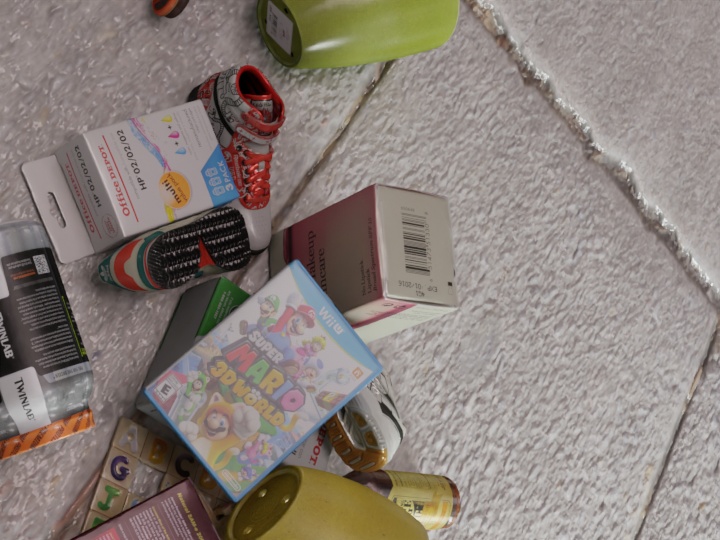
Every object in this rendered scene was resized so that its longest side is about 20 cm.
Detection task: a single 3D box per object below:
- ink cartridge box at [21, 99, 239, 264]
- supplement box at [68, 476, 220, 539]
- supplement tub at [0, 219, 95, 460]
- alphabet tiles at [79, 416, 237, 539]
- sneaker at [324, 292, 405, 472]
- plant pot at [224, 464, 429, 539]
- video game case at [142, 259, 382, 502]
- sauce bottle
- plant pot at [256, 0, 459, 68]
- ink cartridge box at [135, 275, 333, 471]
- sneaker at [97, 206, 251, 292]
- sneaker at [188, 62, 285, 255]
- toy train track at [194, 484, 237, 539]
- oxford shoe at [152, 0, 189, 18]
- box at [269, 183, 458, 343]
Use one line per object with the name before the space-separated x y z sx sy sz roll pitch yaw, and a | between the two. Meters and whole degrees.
ink cartridge box | -0.235 -0.093 1.414 0.199 0.068 0.116 -24 91 -42
supplement box | -0.226 0.288 1.276 0.199 0.061 0.110 -24 84 -33
supplement tub | -0.320 0.064 1.255 0.122 0.122 0.202 -17 86 -42
alphabet tiles | -0.185 0.264 1.380 0.199 0.008 0.168 32 57 -28
sneaker | -0.016 0.108 1.432 0.088 0.075 0.202 -29 99 -59
plant pot | -0.051 0.276 1.352 0.142 0.199 0.201 49 51 -22
video game case | -0.094 0.107 1.345 0.200 0.018 0.143 -41 98 -15
sauce bottle | 0.021 0.254 1.521 0.199 0.066 0.067 9 70 -36
plant pot | -0.017 -0.317 1.619 0.199 0.187 0.188 -28 94 -27
ink cartridge box | -0.114 0.124 1.435 0.199 0.083 0.148 36 56 -27
sneaker | -0.193 -0.020 1.419 0.199 0.093 0.071 -25 107 -62
sneaker | -0.122 -0.124 1.493 0.067 0.108 0.203 -12 84 -41
toy train track | -0.167 0.289 1.361 0.200 0.032 0.115 -37 101 -40
oxford shoe | -0.174 -0.350 1.552 0.072 0.071 0.201 41 53 -28
box | 0.000 0.000 1.492 0.108 0.199 0.129 8 69 -38
